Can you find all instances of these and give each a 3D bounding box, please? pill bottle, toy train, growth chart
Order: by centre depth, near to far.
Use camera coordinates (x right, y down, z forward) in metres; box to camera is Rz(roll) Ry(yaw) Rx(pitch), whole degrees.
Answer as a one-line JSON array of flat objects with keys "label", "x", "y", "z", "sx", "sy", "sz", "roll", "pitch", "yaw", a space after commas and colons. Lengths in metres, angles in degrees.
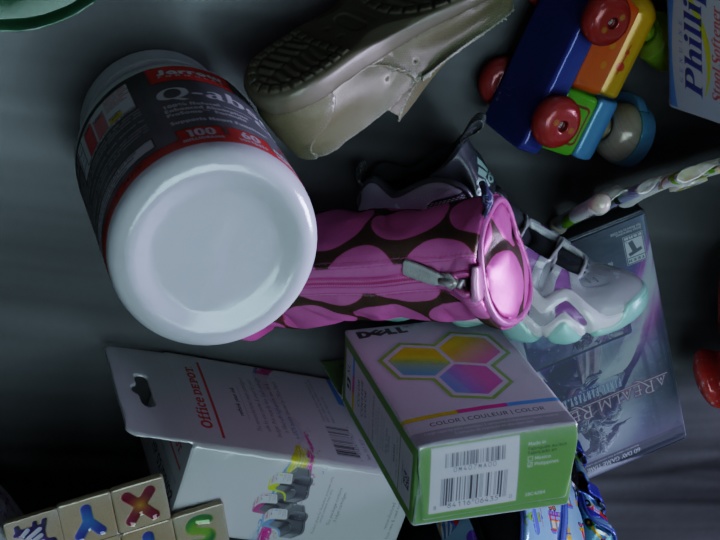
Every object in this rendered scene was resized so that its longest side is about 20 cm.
[{"label": "pill bottle", "x": -0.102, "y": -0.051, "z": 0.960, "sx": 0.115, "sy": 0.200, "sz": 0.117, "roll": -8, "pitch": 117, "yaw": -15}, {"label": "toy train", "x": 0.169, "y": -0.164, "z": 1.073, "sx": 0.115, "sy": 0.085, "sz": 0.201, "roll": 14, "pitch": 109, "yaw": -35}, {"label": "growth chart", "x": 0.227, "y": -0.063, "z": 1.098, "sx": 0.198, "sy": 0.145, "sz": 0.018, "roll": -16, "pitch": 87, "yaw": -2}]

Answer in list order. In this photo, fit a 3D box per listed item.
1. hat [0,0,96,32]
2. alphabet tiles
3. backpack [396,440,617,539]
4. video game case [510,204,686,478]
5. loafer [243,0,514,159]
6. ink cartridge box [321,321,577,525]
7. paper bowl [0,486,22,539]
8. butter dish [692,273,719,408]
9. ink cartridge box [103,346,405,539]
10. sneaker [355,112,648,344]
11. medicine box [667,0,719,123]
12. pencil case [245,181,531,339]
[{"label": "hat", "x": -0.167, "y": -0.196, "z": 0.881, "sx": 0.165, "sy": 0.176, "sz": 0.201, "roll": 25, "pitch": 105, "yaw": -27}, {"label": "alphabet tiles", "x": -0.156, "y": 0.221, "z": 1.050, "sx": 0.165, "sy": 0.006, "sz": 0.202, "roll": -15, "pitch": 122, "yaw": -15}, {"label": "backpack", "x": 0.085, "y": 0.200, "z": 1.132, "sx": 0.134, "sy": 0.200, "sz": 0.183, "roll": 27, "pitch": 110, "yaw": -22}, {"label": "video game case", "x": 0.155, "y": 0.064, "z": 1.209, "sx": 0.142, "sy": 0.019, "sz": 0.202, "roll": -21, "pitch": 119, "yaw": -8}, {"label": "loafer", "x": 0.016, "y": -0.136, "z": 1.025, "sx": 0.199, "sy": 0.076, "sz": 0.068, "roll": -30, "pitch": 135, "yaw": -20}, {"label": "ink cartridge box", "x": 0.051, "y": 0.078, "z": 1.073, "sx": 0.103, "sy": 0.200, "sz": 0.060, "roll": -6, "pitch": 117, "yaw": -17}, {"label": "paper bowl", "x": -0.302, "y": 0.205, "z": 1.060, "sx": 0.199, "sy": 0.104, "sz": 0.203, "roll": -7, "pitch": 116, "yaw": -15}, {"label": "butter dish", "x": 0.306, "y": 0.055, "z": 1.182, "sx": 0.147, "sy": 0.201, "sz": 0.200, "roll": -24, "pitch": 122, "yaw": 25}, {"label": "ink cartridge box", "x": -0.075, "y": 0.118, "z": 1.099, "sx": 0.198, "sy": 0.115, "sz": 0.068, "roll": 11, "pitch": 113, "yaw": -22}, {"label": "sneaker", "x": 0.088, "y": -0.033, "z": 1.072, "sx": 0.198, "sy": 0.078, "sz": 0.141, "roll": 4, "pitch": 115, "yaw": 8}, {"label": "medicine box", "x": 0.293, "y": -0.203, "z": 1.049, "sx": 0.199, "sy": 0.103, "sz": 0.184, "roll": -24, "pitch": 122, "yaw": -29}, {"label": "pencil case", "x": 0.000, "y": 0.000, "z": 1.020, "sx": 0.198, "sy": 0.094, "sz": 0.092, "roll": -6, "pitch": 112, "yaw": 26}]
